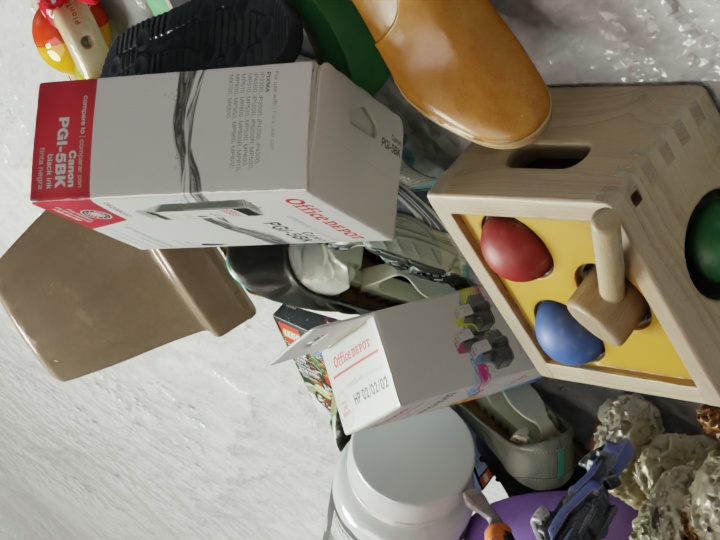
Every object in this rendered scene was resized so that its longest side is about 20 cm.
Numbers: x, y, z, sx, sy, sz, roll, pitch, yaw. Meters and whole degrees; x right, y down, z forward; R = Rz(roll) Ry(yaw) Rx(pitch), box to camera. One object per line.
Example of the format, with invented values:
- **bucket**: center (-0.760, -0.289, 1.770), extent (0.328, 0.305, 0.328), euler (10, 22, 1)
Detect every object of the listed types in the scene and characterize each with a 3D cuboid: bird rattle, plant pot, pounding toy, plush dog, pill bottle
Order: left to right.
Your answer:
- **bird rattle**: center (-0.229, -0.186, 1.323), extent (0.201, 0.112, 0.163), euler (57, 168, -22)
- **plant pot**: center (-0.209, -0.001, 1.419), extent (0.201, 0.174, 0.200), euler (57, 177, 4)
- **pill bottle**: center (0.030, 0.188, 1.324), extent (0.113, 0.113, 0.201), euler (34, 147, 17)
- **pounding toy**: center (0.147, -0.012, 0.978), extent (0.199, 0.142, 0.185), euler (7, 138, 52)
- **plush dog**: center (0.241, 0.180, 1.157), extent (0.158, 0.202, 0.172), euler (8, 165, -5)

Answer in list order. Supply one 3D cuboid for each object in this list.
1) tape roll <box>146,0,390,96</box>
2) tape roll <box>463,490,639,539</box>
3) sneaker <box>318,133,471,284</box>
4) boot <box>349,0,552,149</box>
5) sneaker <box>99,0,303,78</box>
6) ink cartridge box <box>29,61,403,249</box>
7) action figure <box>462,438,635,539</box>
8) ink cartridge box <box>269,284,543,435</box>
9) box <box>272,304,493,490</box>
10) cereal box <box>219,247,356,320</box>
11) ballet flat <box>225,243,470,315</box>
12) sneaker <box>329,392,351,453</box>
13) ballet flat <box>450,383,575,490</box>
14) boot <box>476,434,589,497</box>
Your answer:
- **tape roll**: center (-0.068, -0.181, 1.140), extent (0.199, 0.048, 0.201), euler (34, 154, 19)
- **tape roll**: center (0.177, 0.244, 1.332), extent (0.198, 0.066, 0.201), euler (6, 150, 3)
- **sneaker**: center (-0.002, -0.058, 1.184), extent (0.198, 0.087, 0.078), euler (20, 172, 16)
- **boot**: center (0.029, -0.168, 0.954), extent (0.201, 0.071, 0.144), euler (48, 171, 26)
- **sneaker**: center (-0.089, -0.139, 1.129), extent (0.082, 0.071, 0.199), euler (19, 166, -39)
- **ink cartridge box**: center (-0.089, -0.069, 1.087), extent (0.198, 0.084, 0.147), euler (-2, 168, 24)
- **action figure**: center (0.131, 0.212, 1.163), extent (0.105, 0.200, 0.193), euler (48, 163, -29)
- **ink cartridge box**: center (0.049, 0.060, 1.168), extent (0.115, 0.198, 0.069), euler (-39, 66, 65)
- **box**: center (0.024, 0.102, 1.475), extent (0.199, 0.038, 0.137), euler (22, 149, 38)
- **cereal box**: center (-0.053, -0.026, 1.379), extent (0.199, 0.040, 0.145), euler (14, 142, 46)
- **ballet flat**: center (0.000, 0.000, 1.257), extent (0.198, 0.069, 0.068), euler (16, 151, -25)
- **sneaker**: center (0.000, 0.108, 1.382), extent (0.089, 0.076, 0.201), euler (58, 169, 28)
- **ballet flat**: center (0.096, 0.087, 1.292), extent (0.200, 0.067, 0.064), euler (43, 148, 40)
- **boot**: center (0.145, 0.165, 1.385), extent (0.097, 0.074, 0.201), euler (53, 164, 26)
